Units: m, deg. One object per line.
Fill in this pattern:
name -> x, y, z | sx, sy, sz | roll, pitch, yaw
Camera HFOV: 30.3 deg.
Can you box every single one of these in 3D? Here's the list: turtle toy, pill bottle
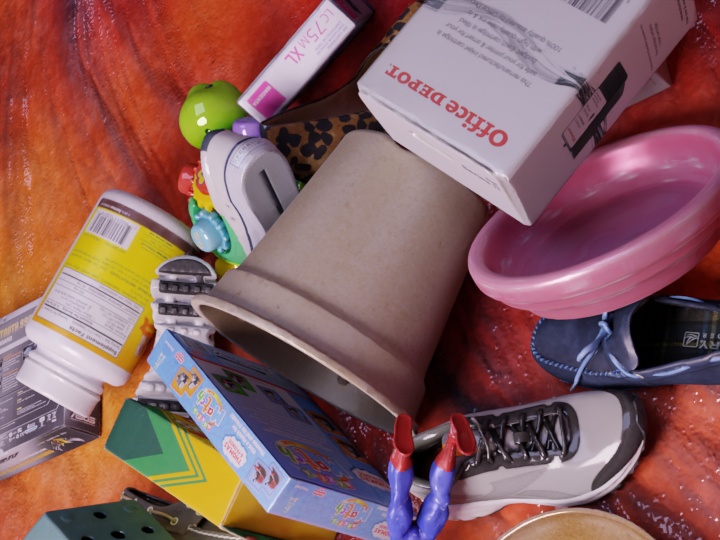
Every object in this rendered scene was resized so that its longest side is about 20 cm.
turtle toy -> -0.110, -0.088, 1.215 | 0.146, 0.101, 0.201 | -38, 50, 22
pill bottle -> -0.241, 0.032, 1.255 | 0.109, 0.109, 0.201 | 19, 76, 44

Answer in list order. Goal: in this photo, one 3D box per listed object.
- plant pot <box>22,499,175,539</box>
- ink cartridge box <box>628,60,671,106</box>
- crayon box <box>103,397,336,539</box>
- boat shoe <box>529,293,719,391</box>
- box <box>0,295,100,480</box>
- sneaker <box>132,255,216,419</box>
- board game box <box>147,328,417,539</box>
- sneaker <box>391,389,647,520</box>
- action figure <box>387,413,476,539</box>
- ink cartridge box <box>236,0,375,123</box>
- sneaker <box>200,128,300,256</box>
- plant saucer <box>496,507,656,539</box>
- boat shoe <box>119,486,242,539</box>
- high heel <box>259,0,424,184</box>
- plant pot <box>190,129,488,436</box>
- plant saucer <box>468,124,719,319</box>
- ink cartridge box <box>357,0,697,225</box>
plant pot -> -0.218, 0.295, 1.062 | 0.141, 0.141, 0.201 | 33, 113, 41
ink cartridge box -> 0.134, -0.163, 1.057 | 0.199, 0.068, 0.117 | -24, 58, 31
crayon box -> -0.099, 0.171, 1.072 | 0.200, 0.127, 0.051 | 22, 86, 43
boat shoe -> 0.198, 0.037, 0.909 | 0.199, 0.069, 0.085 | -10, 65, 39
box -> -0.350, 0.123, 1.368 | 0.199, 0.048, 0.159 | -25, 56, 30
sneaker -> -0.163, 0.086, 1.214 | 0.081, 0.075, 0.201 | -136, 56, -86
board game box -> -0.062, 0.130, 1.039 | 0.037, 0.151, 0.200 | -56, 45, 7
sneaker -> 0.110, 0.130, 0.940 | 0.199, 0.079, 0.074 | -22, 56, 31
action figure -> 0.039, 0.200, 0.920 | 0.201, 0.065, 0.099 | 98, 170, -45
ink cartridge box -> -0.043, -0.197, 1.196 | 0.119, 0.042, 0.200 | -46, 8, 15
sneaker -> -0.077, -0.043, 1.110 | 0.073, 0.201, 0.071 | -38, 50, -21
plant saucer -> 0.144, 0.260, 0.879 | 0.200, 0.035, 0.201 | -19, 59, 35
boat shoe -> -0.146, 0.220, 1.128 | 0.201, 0.072, 0.061 | -4, 73, 44
high heel -> -0.007, -0.161, 1.128 | 0.071, 0.142, 0.201 | 13, 80, 43
plant pot -> 0.000, 0.000, 1.034 | 0.200, 0.200, 0.184 | 18, 73, 44
plant saucer -> 0.173, -0.029, 0.920 | 0.200, 0.051, 0.201 | -27, 20, 10
ink cartridge box -> 0.117, -0.154, 0.938 | 0.146, 0.083, 0.200 | 37, 83, 31
